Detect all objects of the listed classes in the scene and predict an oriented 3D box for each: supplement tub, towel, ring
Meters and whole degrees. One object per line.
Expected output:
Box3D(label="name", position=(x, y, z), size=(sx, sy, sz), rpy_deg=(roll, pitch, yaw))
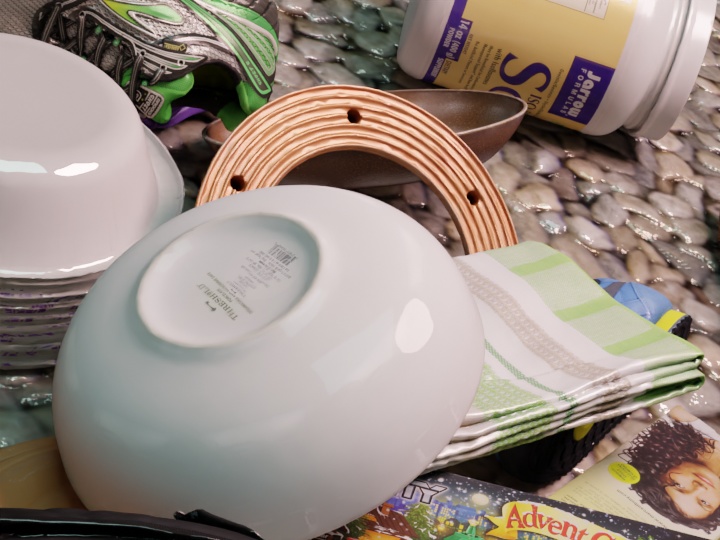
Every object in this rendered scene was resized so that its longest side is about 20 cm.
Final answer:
Box3D(label="supplement tub", position=(0.138, -0.182, 1.197), size=(0.199, 0.146, 0.146), rpy_deg=(18, 33, -4))
Box3D(label="towel", position=(0.054, 0.032, 0.820), size=(0.199, 0.031, 0.149), rpy_deg=(-13, 36, -34))
Box3D(label="ring", position=(0.000, 0.000, 0.884), size=(0.199, 0.019, 0.202), rpy_deg=(8, 72, -27))

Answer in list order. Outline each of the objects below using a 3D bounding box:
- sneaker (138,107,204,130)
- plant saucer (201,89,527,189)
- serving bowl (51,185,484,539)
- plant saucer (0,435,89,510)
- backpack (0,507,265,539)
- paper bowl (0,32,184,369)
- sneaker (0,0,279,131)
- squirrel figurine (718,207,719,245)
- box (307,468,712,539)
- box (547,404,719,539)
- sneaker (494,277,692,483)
Box3D(label="sneaker", position=(-0.149, -0.124, 1.022), size=(0.199, 0.081, 0.084), rpy_deg=(-10, 46, -37))
Box3D(label="plant saucer", position=(0.003, -0.080, 1.021), size=(0.199, 0.032, 0.200), rpy_deg=(-4, 16, 1))
Box3D(label="serving bowl", position=(-0.048, 0.026, 0.735), size=(0.199, 0.066, 0.201), rpy_deg=(-10, 40, 9))
Box3D(label="plant saucer", position=(-0.099, 0.140, 0.718), size=(0.199, 0.032, 0.201), rpy_deg=(14, 33, -9))
Box3D(label="backpack", position=(-0.108, 0.151, 0.554), size=(0.199, 0.176, 0.154), rpy_deg=(-4, 80, -24))
Box3D(label="paper bowl", position=(-0.191, -0.050, 0.874), size=(0.199, 0.105, 0.201), rpy_deg=(13, 35, -10))
Box3D(label="sneaker", position=(-0.132, -0.136, 0.954), size=(0.199, 0.078, 0.086), rpy_deg=(11, 59, -28))
Box3D(label="squirrel figurine", position=(0.344, 0.005, 1.084), size=(0.186, 0.142, 0.201), rpy_deg=(26, 46, -10))
Box3D(label="box", position=(0.048, 0.145, 0.694), size=(0.199, 0.038, 0.137), rpy_deg=(13, 34, 8))
Box3D(label="box", position=(0.130, 0.137, 0.827), size=(0.075, 0.050, 0.200), rpy_deg=(36, 37, 24))
Box3D(label="sneaker", position=(0.111, 0.054, 0.924), size=(0.078, 0.066, 0.200), rpy_deg=(31, 33, 21))
